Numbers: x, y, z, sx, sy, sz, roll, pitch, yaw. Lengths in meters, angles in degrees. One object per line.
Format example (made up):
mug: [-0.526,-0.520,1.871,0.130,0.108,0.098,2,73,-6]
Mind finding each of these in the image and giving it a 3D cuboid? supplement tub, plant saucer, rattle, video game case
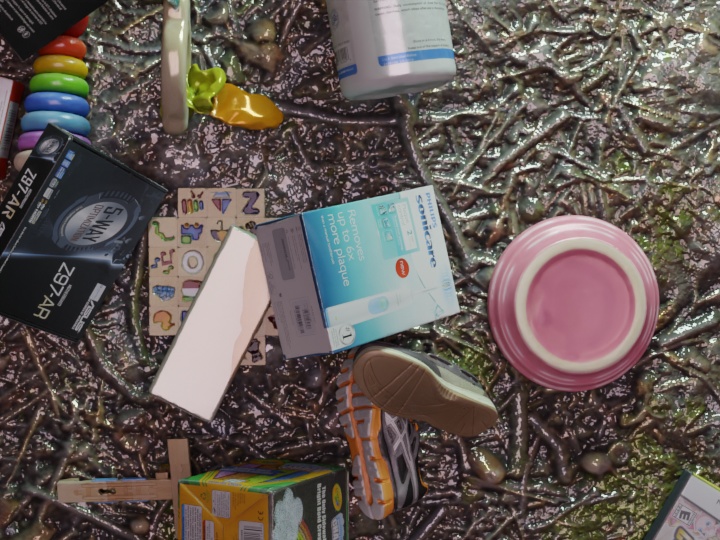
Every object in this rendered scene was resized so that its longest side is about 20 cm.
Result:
supplement tub: [0.027,-0.294,1.330,0.131,0.132,0.202,-9,93,-3]
plant saucer: [0.245,0.038,1.393,0.198,0.051,0.203,0,93,-3]
rattle: [-0.156,-0.246,1.305,0.142,0.130,0.202,10,115,8]
video game case: [0.405,0.362,1.424,0.180,0.026,0.201,31,90,-4]

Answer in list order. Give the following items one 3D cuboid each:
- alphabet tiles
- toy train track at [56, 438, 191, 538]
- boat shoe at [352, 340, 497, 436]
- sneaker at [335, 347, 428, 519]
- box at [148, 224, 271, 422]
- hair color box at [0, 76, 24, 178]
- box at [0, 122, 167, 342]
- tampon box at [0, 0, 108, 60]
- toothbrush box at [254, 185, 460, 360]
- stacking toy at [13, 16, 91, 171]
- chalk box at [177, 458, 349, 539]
alphabet tiles: [-0.157,0.007,1.392,0.165,0.006,0.202,0,92,-3]
toy train track: [-0.241,0.243,1.386,0.198,0.033,0.116,-3,99,3]
boat shoe: [0.067,0.122,1.347,0.199,0.065,0.072,26,118,-31]
sneaker: [0.026,0.174,1.381,0.077,0.078,0.202,-5,86,-32]
box: [-0.151,0.056,1.345,0.077,0.095,0.201,26,92,-4]
hair color box: [-0.481,-0.176,1.341,0.198,0.064,0.112,14,92,-5]
box: [-0.317,-0.036,1.311,0.043,0.160,0.201,30,89,35]
tampon box: [-0.328,-0.356,1.283,0.199,0.126,0.150,-35,56,-1]
toothbrush box: [0.000,0.000,1.311,0.199,0.085,0.148,-14,92,-44]
stacking toy: [-0.332,-0.205,1.346,0.084,0.085,0.202,2,85,-3]
chalk box: [-0.091,0.276,1.330,0.123,0.199,0.126,0,90,30]
